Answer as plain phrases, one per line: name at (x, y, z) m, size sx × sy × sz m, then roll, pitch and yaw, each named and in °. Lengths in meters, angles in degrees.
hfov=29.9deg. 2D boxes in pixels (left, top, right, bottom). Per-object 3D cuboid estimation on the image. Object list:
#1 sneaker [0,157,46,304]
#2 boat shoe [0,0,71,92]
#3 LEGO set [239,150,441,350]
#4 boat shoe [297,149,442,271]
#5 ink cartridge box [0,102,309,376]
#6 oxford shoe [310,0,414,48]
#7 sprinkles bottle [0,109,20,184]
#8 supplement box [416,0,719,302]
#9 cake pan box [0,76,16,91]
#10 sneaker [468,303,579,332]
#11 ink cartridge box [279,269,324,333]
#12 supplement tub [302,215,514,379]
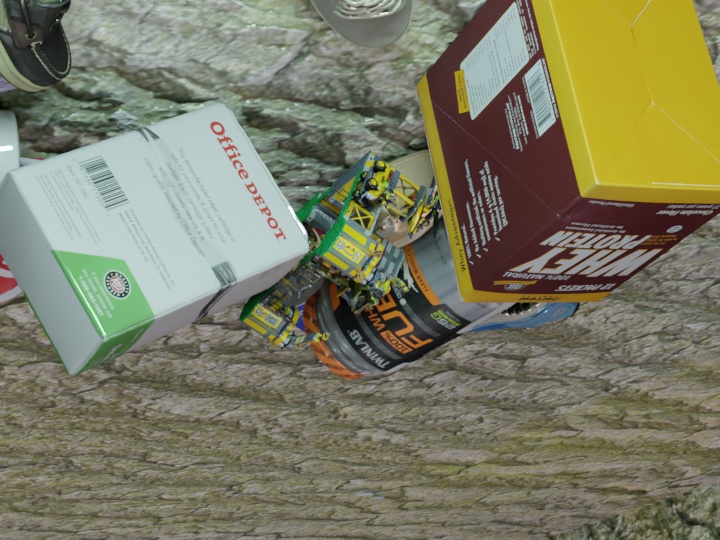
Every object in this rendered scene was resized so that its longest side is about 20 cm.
sneaker at (-0.299, -0.033, 1.147) m, size 0.200 × 0.071 × 0.112 m, roll -25°, pitch 159°, yaw 14°
boat shoe at (-0.210, -0.177, 0.841) m, size 0.065 × 0.073 × 0.200 m, roll -7°, pitch 158°, yaw 4°
LEGO set at (0.000, 0.000, 1.147) m, size 0.116 × 0.154 × 0.200 m, roll 34°, pitch 132°, yaw -16°
boat shoe at (0.002, -0.054, 1.237) m, size 0.200 × 0.074 × 0.069 m, roll -33°, pitch 145°, yaw 34°
ink cartridge box at (-0.162, -0.028, 1.043) m, size 0.200 × 0.146 × 0.084 m, roll -24°, pitch 168°, yaw -38°
oxford shoe at (-0.001, -0.197, 0.915) m, size 0.075 × 0.058 × 0.200 m, roll -14°, pitch 159°, yaw 2°
sprinkles bottle at (-0.357, -0.084, 1.002) m, size 0.199 × 0.068 × 0.068 m, roll -3°, pitch 157°, yaw -18°
supplement box at (0.159, -0.103, 1.028) m, size 0.132 × 0.198 × 0.200 m, roll 0°, pitch 156°, yaw -25°
cake pan box at (-0.340, -0.158, 0.856) m, size 0.199 × 0.052 × 0.184 m, roll -11°, pitch 156°, yaw 1°
sneaker at (0.155, 0.042, 1.470) m, size 0.090 × 0.079 × 0.200 m, roll 23°, pitch 162°, yaw -34°
ink cartridge box at (0.017, 0.013, 1.429) m, size 0.200 × 0.044 × 0.094 m, roll -22°, pitch 146°, yaw 26°
supplement tub at (0.047, 0.021, 1.300) m, size 0.200 × 0.123 × 0.122 m, roll -33°, pitch 150°, yaw 30°
